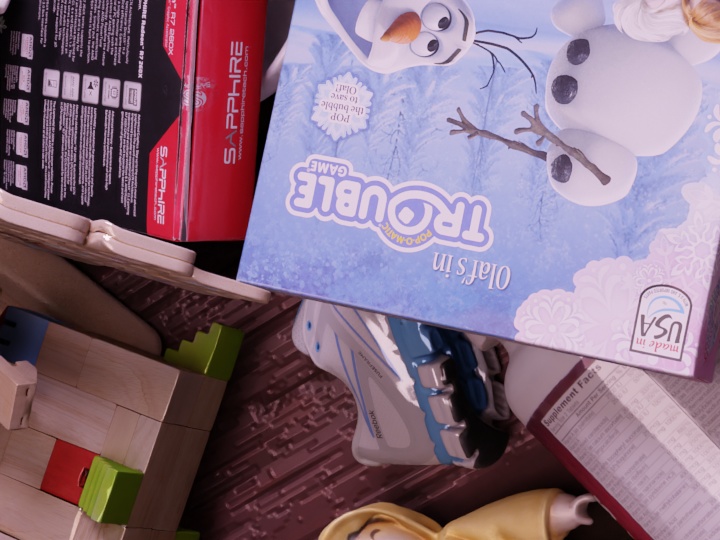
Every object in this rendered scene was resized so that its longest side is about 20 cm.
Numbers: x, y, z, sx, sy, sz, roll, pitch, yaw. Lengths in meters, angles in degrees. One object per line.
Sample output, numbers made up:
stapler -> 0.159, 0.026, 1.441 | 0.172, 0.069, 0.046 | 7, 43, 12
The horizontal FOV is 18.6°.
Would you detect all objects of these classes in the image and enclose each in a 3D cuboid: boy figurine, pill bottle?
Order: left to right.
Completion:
boy figurine -> 0.069, 0.152, 1.001 | 0.199, 0.064, 0.125 | 24, 89, 27
pill bottle -> 0.132, 0.052, 0.943 | 0.200, 0.109, 0.110 | 46, 111, 11

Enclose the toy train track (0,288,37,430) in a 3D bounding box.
toy train track -> -0.198, 0.017, 1.042 | 0.200, 0.032, 0.115 | 36, 120, 44

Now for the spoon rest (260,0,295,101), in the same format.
spoon rest -> -0.018, -0.145, 0.997 | 0.199, 0.061, 0.100 | -33, 51, 20

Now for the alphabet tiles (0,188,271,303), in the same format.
alphabet tiles -> -0.143, -0.019, 0.998 | 0.195, 0.200, 0.015 | 17, 87, -20

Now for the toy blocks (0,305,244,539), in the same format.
toy blocks -> -0.154, 0.100, 1.053 | 0.136, 0.100, 0.201 | 19, 90, 25

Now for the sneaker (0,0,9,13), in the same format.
sneaker -> -0.206, -0.180, 1.016 | 0.080, 0.088, 0.201 | -14, 59, 34

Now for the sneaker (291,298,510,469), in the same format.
sneaker -> 0.000, 0.000, 1.013 | 0.086, 0.075, 0.201 | -12, 92, 29

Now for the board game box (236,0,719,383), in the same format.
board game box -> 0.064, -0.072, 0.896 | 0.199, 0.043, 0.200 | 11, 89, 21

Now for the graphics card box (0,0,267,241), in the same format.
graphics card box -> -0.126, -0.088, 1.022 | 0.199, 0.051, 0.126 | 11, 100, 44

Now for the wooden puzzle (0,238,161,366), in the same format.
wooden puzzle -> -0.216, 0.065, 1.133 | 0.185, 0.037, 0.201 | 36, 104, 13
